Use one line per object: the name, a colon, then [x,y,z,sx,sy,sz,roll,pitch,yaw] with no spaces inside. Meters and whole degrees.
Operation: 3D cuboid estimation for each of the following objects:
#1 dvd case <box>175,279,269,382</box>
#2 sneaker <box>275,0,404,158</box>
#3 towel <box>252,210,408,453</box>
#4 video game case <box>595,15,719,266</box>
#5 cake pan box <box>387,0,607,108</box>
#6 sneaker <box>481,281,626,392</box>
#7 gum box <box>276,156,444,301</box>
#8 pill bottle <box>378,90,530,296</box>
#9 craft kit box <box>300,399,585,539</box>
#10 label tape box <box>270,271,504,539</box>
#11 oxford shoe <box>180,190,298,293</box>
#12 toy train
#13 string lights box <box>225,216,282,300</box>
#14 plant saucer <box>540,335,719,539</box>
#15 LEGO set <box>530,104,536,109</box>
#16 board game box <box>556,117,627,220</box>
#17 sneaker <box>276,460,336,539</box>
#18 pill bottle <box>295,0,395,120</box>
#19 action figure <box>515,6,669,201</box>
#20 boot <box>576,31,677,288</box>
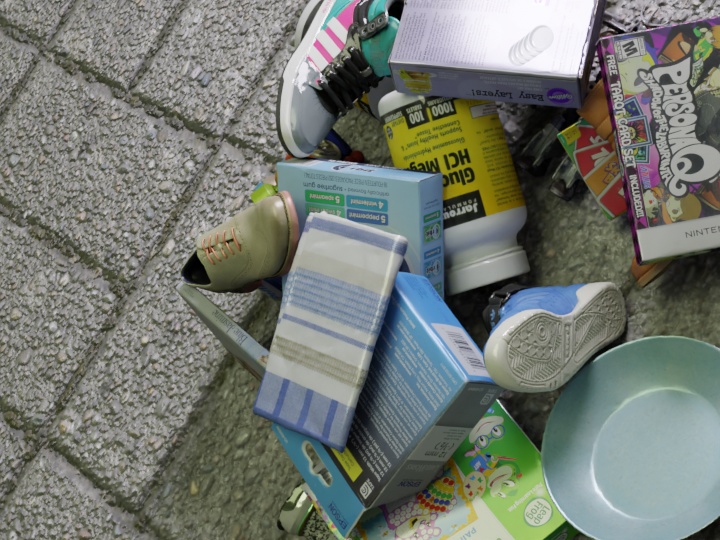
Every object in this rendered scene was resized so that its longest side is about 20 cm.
dvd case: [-0.099,0.096,1.738,0.018,0.143,0.200,-44,46,-9]
sneaker: [0.001,-0.197,1.676,0.120,0.084,0.201,-1,56,38]
towel: [-0.028,0.051,1.563,0.146,0.024,0.202,16,89,52]
video game case: [0.311,-0.119,1.501,0.179,0.036,0.202,-10,85,0]
cake pan box: [0.135,-0.250,1.607,0.182,0.052,0.202,6,60,15]
sneaker: [0.145,0.060,1.553,0.110,0.199,0.078,-7,104,41]
gum box: [0.000,0.000,1.652,0.169,0.044,0.202,10,109,35]
pill bottle: [0.095,-0.084,1.659,0.112,0.112,0.202,-18,89,29]
craft kit box: [0.075,0.212,1.569,0.200,0.049,0.198,-39,59,0]
label tape box: [0.022,0.123,1.563,0.201,0.066,0.144,-55,53,25]
oxford shoe: [-0.117,-0.019,1.672,0.200,0.073,0.071,-44,57,57]
toy train: [-0.069,-0.100,1.789,0.085,0.200,0.116,45,100,-2]
string lights box: [-0.039,-0.017,1.776,0.198,0.103,0.060,-3,67,36]
plant saucer: [0.255,0.153,1.493,0.199,0.039,0.203,-16,52,22]
LEGO set: [0.131,-0.261,1.739,0.115,0.154,0.202,-14,65,11]
board game box: [0.290,-0.139,1.597,0.199,0.030,0.096,-33,86,11]
sneaker: [0.010,0.194,1.670,0.088,0.077,0.201,38,91,12]
pill bottle: [0.028,-0.219,1.812,0.200,0.112,0.113,36,91,43]
action figure: [0.233,-0.166,1.662,0.130,0.069,0.201,38,101,25]
boot: [0.258,-0.101,1.553,0.155,0.077,0.201,33,99,6]
